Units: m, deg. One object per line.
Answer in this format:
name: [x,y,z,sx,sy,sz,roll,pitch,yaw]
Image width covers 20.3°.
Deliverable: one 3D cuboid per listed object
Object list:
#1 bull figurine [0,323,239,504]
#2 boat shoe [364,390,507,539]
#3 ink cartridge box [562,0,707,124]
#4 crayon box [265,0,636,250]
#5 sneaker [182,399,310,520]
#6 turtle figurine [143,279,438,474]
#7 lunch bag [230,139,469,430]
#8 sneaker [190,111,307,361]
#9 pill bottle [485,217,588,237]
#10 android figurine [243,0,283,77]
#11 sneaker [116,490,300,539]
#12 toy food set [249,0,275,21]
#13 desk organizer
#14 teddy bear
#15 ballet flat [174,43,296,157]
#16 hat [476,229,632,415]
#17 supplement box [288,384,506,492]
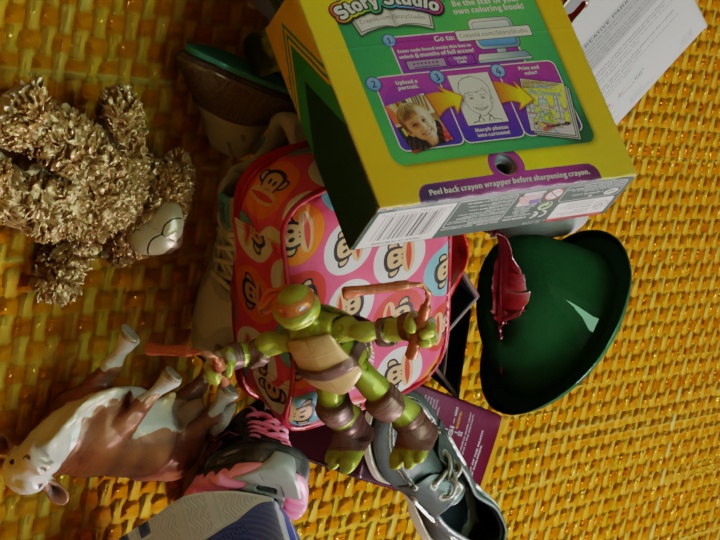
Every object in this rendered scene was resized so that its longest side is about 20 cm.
bull figurine: [-0.159,0.101,1.353,0.121,0.065,0.200,-46,159,15]
boat shoe: [0.060,0.151,1.513,0.073,0.062,0.200,-57,143,-25]
ink cartridge box: [0.149,-0.174,1.517,0.200,0.084,0.176,-47,148,-3]
crayon box: [0.059,-0.112,1.330,0.200,0.173,0.058,-8,154,-28]
sneaker: [-0.077,0.130,1.430,0.079,0.200,0.095,23,73,-12]
turtle figurine: [-0.026,0.062,1.304,0.064,0.200,0.161,-81,150,-47]
lunch bag: [0.000,0.000,1.390,0.176,0.082,0.200,-19,126,-31]
sneaker: [-0.079,-0.028,1.414,0.087,0.075,0.200,15,106,-51]
pill bottle: [0.141,-0.133,1.679,0.112,0.112,0.200,-23,121,-50]
android figurine: [-0.007,-0.206,1.399,0.200,0.041,0.182,-27,89,-31]
sneaker: [-0.129,0.217,1.390,0.115,0.199,0.081,55,19,-65]
toy food set: [0.021,-0.220,1.480,0.144,0.060,0.200,43,58,-11]
desk organizer: [0.051,0.031,1.584,0.072,0.077,0.200,-49,158,-4]
teddy bear: [-0.174,-0.051,1.285,0.145,0.067,0.200,-60,144,-18]
ballet flat: [-0.070,-0.115,1.430,0.200,0.068,0.072,-3,123,-60]
hat: [0.102,0.000,1.592,0.176,0.200,0.166,30,43,-27]
supplement box: [0.016,0.125,1.597,0.200,0.110,0.086,25,82,-57]
